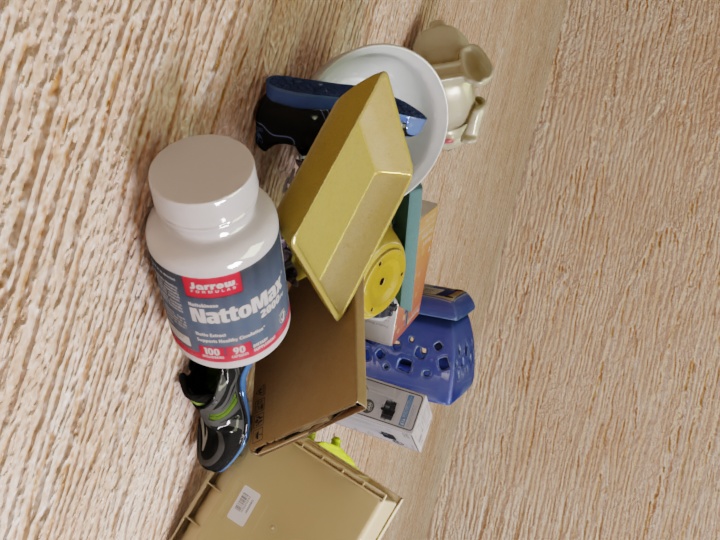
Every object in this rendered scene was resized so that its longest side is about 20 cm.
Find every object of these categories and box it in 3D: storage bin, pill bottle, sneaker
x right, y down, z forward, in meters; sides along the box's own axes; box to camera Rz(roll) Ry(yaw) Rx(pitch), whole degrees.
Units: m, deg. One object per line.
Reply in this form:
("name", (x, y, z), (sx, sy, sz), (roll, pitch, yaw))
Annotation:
("storage bin", (-0.090, 0.297, 1.031), (0.201, 0.198, 0.094), (-59, 162, -8))
("pill bottle", (-0.130, -0.016, 0.813), (0.201, 0.119, 0.120), (87, 24, -47))
("sneaker", (-0.023, -0.161, 0.993), (0.070, 0.199, 0.078), (58, -45, 50))
("sneaker", (-0.161, 0.132, 0.967), (0.082, 0.071, 0.201), (-19, 129, -43))

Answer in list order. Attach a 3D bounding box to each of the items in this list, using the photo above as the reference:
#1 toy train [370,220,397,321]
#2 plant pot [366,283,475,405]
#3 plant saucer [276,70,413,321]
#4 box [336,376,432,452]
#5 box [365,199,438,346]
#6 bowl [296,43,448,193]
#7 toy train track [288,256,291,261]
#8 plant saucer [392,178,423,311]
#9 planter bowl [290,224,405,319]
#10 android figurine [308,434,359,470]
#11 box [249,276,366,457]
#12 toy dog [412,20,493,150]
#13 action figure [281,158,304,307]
("toy train", (0.011, -0.021, 1.300), (0.085, 0.113, 0.201), (-41, 143, -62))
("plant pot", (0.103, 0.119, 1.611), (0.200, 0.198, 0.181), (-14, 112, -71))
("plant saucer", (-0.019, -0.075, 0.919), (0.201, 0.048, 0.200), (-63, 159, -18))
("box", (-0.001, 0.195, 1.304), (0.117, 0.199, 0.060), (67, 41, -63))
("box", (0.040, -0.008, 1.428), (0.152, 0.106, 0.201), (-42, 144, -63))
("bowl", (0.000, -0.184, 1.085), (0.200, 0.090, 0.202), (-12, 121, -21))
("toy train track", (-0.095, 0.057, 1.157), (0.115, 0.032, 0.201), (-55, 154, -51))
("plant saucer", (0.058, -0.042, 1.193), (0.070, 0.019, 0.201), (-115, -157, -50))
("planter bowl", (0.000, 0.000, 1.147), (0.200, 0.083, 0.201), (-37, 141, -37))
("android figurine", (-0.064, 0.308, 1.159), (0.181, 0.041, 0.201), (25, 65, -36))
("box", (-0.059, 0.091, 1.007), (0.021, 0.163, 0.201), (34, 40, -36))
("toy dog", (0.129, -0.282, 1.455), (0.200, 0.139, 0.195), (76, -4, -57))
("action figure", (-0.093, -0.025, 1.002), (0.201, 0.069, 0.130), (-60, 165, 7))
